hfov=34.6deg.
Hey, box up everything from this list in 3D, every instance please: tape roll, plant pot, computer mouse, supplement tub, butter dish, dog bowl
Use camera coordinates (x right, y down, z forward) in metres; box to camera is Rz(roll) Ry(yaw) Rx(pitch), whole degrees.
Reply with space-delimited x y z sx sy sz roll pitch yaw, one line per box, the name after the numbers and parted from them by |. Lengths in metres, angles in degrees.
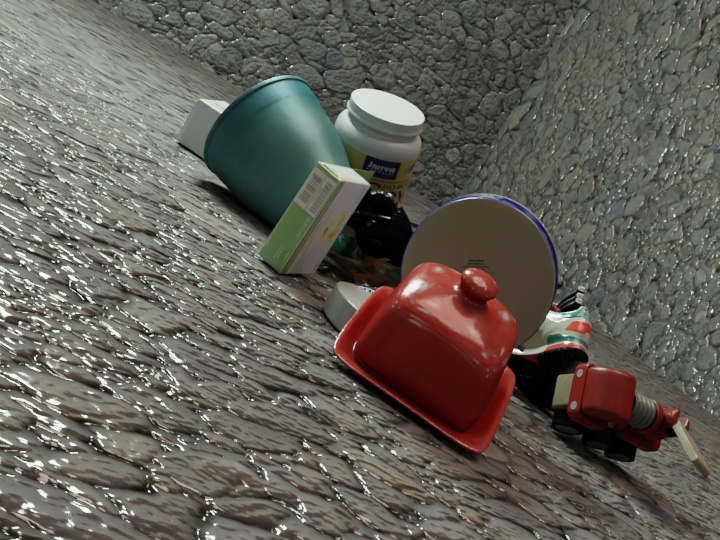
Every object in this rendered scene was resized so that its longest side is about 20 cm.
0.045 0.085 1.427 0.201 0.037 0.203 34 8 -5 | tape roll
-0.102 -0.152 1.726 0.189 0.200 0.199 51 15 22 | plant pot
-0.015 0.014 1.620 0.199 0.034 0.058 37 10 26 | computer mouse
0.013 -0.169 1.833 0.143 0.202 0.146 15 28 -8 | supplement tub
0.098 0.063 1.253 0.198 0.149 0.200 33 29 5 | butter dish
0.151 0.006 1.463 0.199 0.202 0.079 34 11 6 | dog bowl

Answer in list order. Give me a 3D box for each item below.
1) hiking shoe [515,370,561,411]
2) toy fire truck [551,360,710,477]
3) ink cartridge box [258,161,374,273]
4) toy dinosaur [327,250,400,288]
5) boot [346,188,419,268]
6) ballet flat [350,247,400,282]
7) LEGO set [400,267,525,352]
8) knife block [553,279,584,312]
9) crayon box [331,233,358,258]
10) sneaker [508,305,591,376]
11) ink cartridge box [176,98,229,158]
0.280 0.157 1.782 0.100 0.076 0.200 19 16 -48 | hiking shoe
0.382 0.207 1.591 0.175 0.131 0.199 29 -24 -29 | toy fire truck
-0.040 -0.067 1.532 0.048 0.146 0.199 39 14 19 | ink cartridge box
0.000 0.000 1.744 0.198 0.061 0.106 27 -4 -4 | toy dinosaur
0.067 -0.050 1.702 0.197 0.077 0.168 18 -11 16 | boot
0.068 0.013 1.863 0.198 0.070 0.071 30 -11 -23 | ballet flat
0.143 0.056 1.617 0.199 0.116 0.154 36 -22 13 | LEGO set
0.295 0.079 1.936 0.063 0.177 0.200 31 8 -13 | knife block
-0.053 -0.089 1.970 0.199 0.059 0.118 39 10 32 | crayon box
0.258 0.097 1.718 0.198 0.095 0.070 -9 -39 42 | sneaker
-0.220 -0.223 2.006 0.144 0.085 0.200 33 9 0 | ink cartridge box
